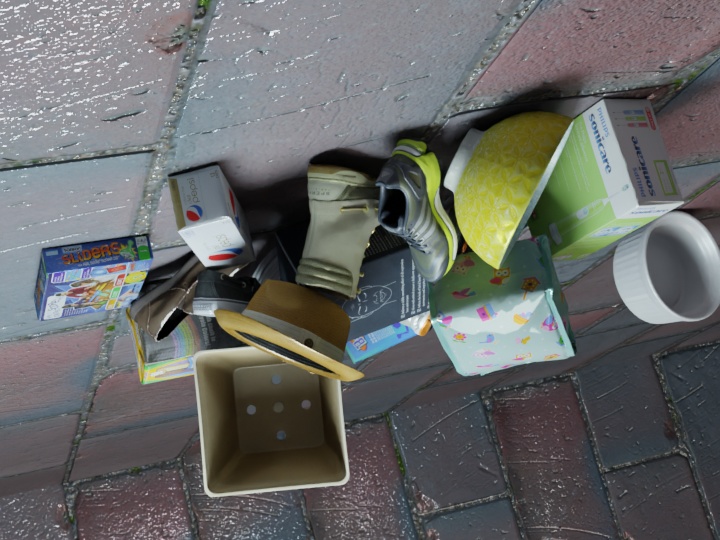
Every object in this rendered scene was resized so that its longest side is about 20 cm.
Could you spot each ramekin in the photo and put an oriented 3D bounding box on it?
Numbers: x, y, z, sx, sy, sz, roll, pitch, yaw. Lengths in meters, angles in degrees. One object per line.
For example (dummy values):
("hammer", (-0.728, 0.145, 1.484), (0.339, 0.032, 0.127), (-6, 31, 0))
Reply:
("ramekin", (0.549, 0.001, 2.119), (0.200, 0.201, 0.098), (-5, 170, -33))

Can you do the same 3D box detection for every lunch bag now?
("lunch bag", (0.190, 0.062, 1.557), (0.170, 0.122, 0.200), (-14, 140, 13))

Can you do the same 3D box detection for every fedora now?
("fedora", (-0.077, 0.067, 1.438), (0.200, 0.082, 0.201), (21, 168, 5))

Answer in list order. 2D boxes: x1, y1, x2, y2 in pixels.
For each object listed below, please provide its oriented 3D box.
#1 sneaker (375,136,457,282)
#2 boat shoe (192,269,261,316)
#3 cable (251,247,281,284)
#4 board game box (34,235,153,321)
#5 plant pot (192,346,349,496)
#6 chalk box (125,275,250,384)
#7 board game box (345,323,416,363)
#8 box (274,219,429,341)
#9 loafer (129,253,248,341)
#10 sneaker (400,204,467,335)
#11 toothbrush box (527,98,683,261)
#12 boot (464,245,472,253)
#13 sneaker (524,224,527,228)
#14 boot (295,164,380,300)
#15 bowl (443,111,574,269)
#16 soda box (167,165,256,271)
("sneaker", (0.059, -0.061, 1.429), (0.074, 0.200, 0.081), (17, -131, 40))
("boat shoe", (-0.152, 0.034, 1.541), (0.068, 0.057, 0.200), (-1, 175, 23))
("cable", (-0.064, 0.031, 1.702), (0.200, 0.069, 0.200), (0, 128, -33))
("board game box", (-0.355, 0.013, 1.554), (0.135, 0.035, 0.200), (-9, 164, -22))
("plant pot", (-0.123, 0.205, 1.699), (0.199, 0.200, 0.177), (-5, 177, 0))
("chalk box", (-0.237, 0.080, 1.753), (0.200, 0.125, 0.124), (-9, 164, -17))
("board game box", (0.029, 0.041, 1.816), (0.200, 0.152, 0.045), (-27, -175, 40))
("box", (0.000, 0.000, 1.576), (0.200, 0.107, 0.149), (-20, 141, -15))
("loafer", (-0.224, 0.031, 1.631), (0.200, 0.071, 0.073), (-36, 160, 14))
("sneaker", (0.092, -0.013, 1.702), (0.092, 0.200, 0.076), (23, 174, 14))
("toothbrush box", (0.301, -0.113, 1.527), (0.086, 0.146, 0.200), (-5, 162, -31))
("boot", (0.091, 0.028, 1.871), (0.200, 0.066, 0.165), (-18, -154, 15))
("sneaker", (0.230, -0.094, 1.653), (0.200, 0.080, 0.071), (-7, 163, -29))
("boot", (-0.004, -0.040, 1.455), (0.072, 0.155, 0.200), (6, 177, 36))
("bowl", (0.166, -0.114, 1.422), (0.108, 0.200, 0.200), (27, 169, 9))
("soda box", (-0.175, -0.058, 1.408), (0.064, 0.068, 0.200), (-14, 166, -1))
